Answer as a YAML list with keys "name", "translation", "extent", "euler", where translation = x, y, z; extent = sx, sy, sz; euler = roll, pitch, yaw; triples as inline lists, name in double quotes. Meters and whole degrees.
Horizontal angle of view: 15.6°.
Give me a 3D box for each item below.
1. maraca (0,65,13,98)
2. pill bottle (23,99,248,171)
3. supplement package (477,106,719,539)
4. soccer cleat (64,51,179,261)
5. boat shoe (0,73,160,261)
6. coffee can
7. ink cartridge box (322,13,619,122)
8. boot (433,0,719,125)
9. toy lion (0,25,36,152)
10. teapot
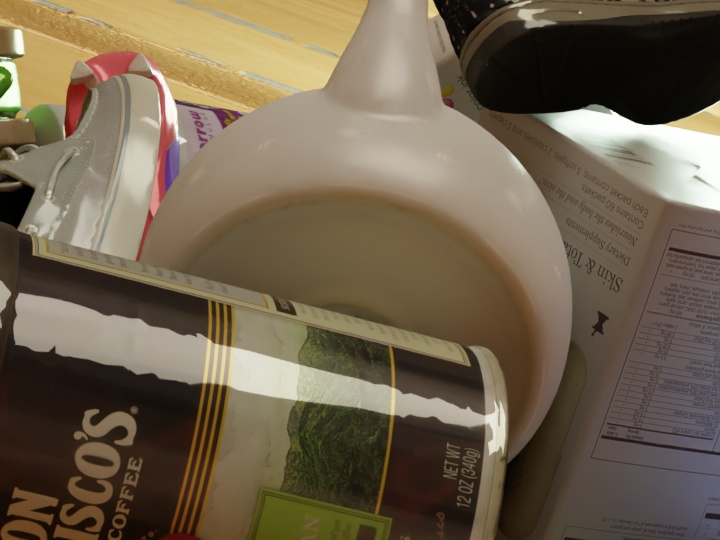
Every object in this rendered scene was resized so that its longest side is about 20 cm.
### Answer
- name: "maraca"
  translation: [-0.220, -0.024, 1.165]
  extent: [0.107, 0.137, 0.200]
  euler: [48, 41, -14]
- name: "pill bottle"
  translation: [-0.088, -0.034, 1.423]
  extent: [0.199, 0.113, 0.112]
  euler: [8, 17, -31]
- name: "supplement package"
  translation: [0.122, 0.045, 1.204]
  extent: [0.150, 0.201, 0.152]
  euler: [9, 17, -33]
- name: "soccer cleat"
  translation: [-0.110, -0.007, 1.239]
  extent: [0.066, 0.201, 0.077]
  euler: [-5, -23, 6]
- name: "boat shoe"
  translation: [-0.130, -0.024, 1.129]
  extent: [0.071, 0.070, 0.201]
  euler: [16, 38, -9]
- name: "coffee can"
  translation: [-0.062, 0.075, 0.993]
  extent: [0.199, 0.147, 0.146]
  euler: [14, 15, -13]
- name: "ink cartridge box"
  translation: [0.038, -0.034, 1.320]
  extent: [0.145, 0.200, 0.084]
  euler: [55, 9, -18]
- name: "boot"
  translation: [0.092, -0.144, 1.215]
  extent: [0.203, 0.074, 0.154]
  euler: [-3, 50, -45]
- name: "toy lion"
  translation: [-0.296, -0.081, 1.344]
  extent: [0.199, 0.069, 0.191]
  euler: [-5, 2, 34]
- name: "teapot"
  translation: [0.000, 0.000, 1.126]
  extent: [0.197, 0.200, 0.146]
  euler: [48, 25, -22]
